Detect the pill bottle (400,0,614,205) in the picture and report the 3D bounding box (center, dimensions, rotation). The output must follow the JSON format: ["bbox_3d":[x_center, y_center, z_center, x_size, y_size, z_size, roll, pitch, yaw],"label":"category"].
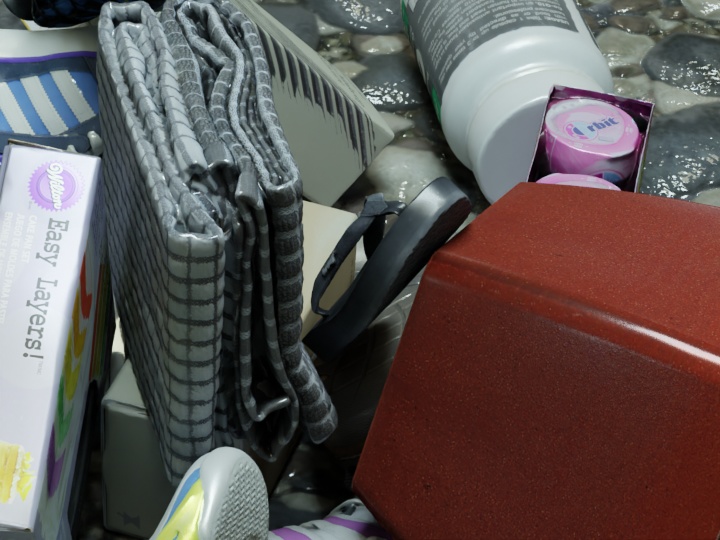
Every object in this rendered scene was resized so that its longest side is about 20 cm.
[{"bbox_3d":[0.098,-0.129,1.451,0.112,0.114,0.201,-3,38,-11],"label":"pill bottle"}]

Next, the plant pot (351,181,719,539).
[{"bbox_3d":[0.112,0.067,1.087,0.175,0.201,0.200,25,26,15],"label":"plant pot"}]

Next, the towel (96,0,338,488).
[{"bbox_3d":[-0.071,-0.020,1.097,0.085,0.167,0.201,-8,38,-13],"label":"towel"}]

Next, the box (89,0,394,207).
[{"bbox_3d":[-0.074,-0.122,1.361,0.200,0.068,0.082,35,13,-44],"label":"box"}]

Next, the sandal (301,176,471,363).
[{"bbox_3d":[-0.001,0.001,1.106,0.043,0.200,0.076,43,68,1],"label":"sandal"}]

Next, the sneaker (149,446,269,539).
[{"bbox_3d":[-0.115,0.168,1.020,0.104,0.076,0.202,11,73,28],"label":"sneaker"}]

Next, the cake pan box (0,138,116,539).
[{"bbox_3d":[-0.155,0.068,1.063,0.052,0.200,0.186,9,63,0],"label":"cake pan box"}]

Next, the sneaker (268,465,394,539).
[{"bbox_3d":[-0.017,0.143,1.128,0.198,0.078,0.140,12,36,-8],"label":"sneaker"}]

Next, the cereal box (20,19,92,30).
[{"bbox_3d":[-0.128,-0.095,1.365,0.040,0.144,0.200,-43,48,4],"label":"cereal box"}]

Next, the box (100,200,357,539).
[{"bbox_3d":[-0.068,0.052,1.216,0.077,0.096,0.201,13,40,11],"label":"box"}]

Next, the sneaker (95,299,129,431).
[{"bbox_3d":[-0.195,0.020,1.260,0.145,0.077,0.203,-10,48,-5],"label":"sneaker"}]

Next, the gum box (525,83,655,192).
[{"bbox_3d":[0.118,-0.002,1.290,0.066,0.114,0.201,11,38,7],"label":"gum box"}]

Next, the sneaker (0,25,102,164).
[{"bbox_3d":[-0.161,-0.051,1.211,0.198,0.081,0.148,3,76,10],"label":"sneaker"}]

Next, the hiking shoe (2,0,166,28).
[{"bbox_3d":[-0.146,-0.156,1.199,0.086,0.075,0.200,-34,11,-4],"label":"hiking shoe"}]

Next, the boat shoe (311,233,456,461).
[{"bbox_3d":[0.027,0.049,1.240,0.075,0.072,0.200,-13,24,26],"label":"boat shoe"}]
